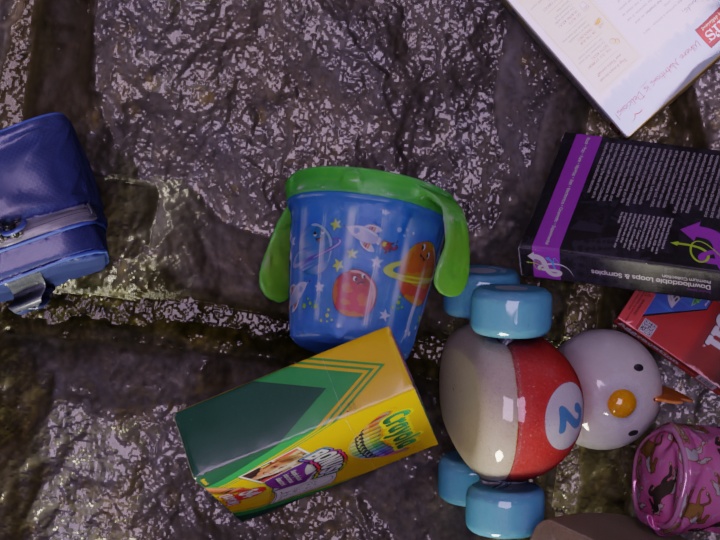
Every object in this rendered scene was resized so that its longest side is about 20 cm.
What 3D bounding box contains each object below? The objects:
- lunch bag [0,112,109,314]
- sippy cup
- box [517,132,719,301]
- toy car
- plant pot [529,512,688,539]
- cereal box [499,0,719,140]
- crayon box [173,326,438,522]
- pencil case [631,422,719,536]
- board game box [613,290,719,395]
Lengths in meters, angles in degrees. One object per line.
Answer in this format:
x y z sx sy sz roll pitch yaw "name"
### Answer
-0.264 -0.034 1.555 0.135 0.200 0.133 -19 90 -4 "lunch bag"
0.000 0.000 1.568 0.139 0.178 0.131 11 78 -10 "sippy cup"
0.236 -0.040 1.557 0.199 0.036 0.143 7 44 19 "box"
0.169 0.096 1.564 0.198 0.177 0.186 -1 98 -11 "toy car"
0.198 0.285 1.491 0.199 0.177 0.201 21 84 43 "plant pot"
0.202 -0.225 1.629 0.144 0.040 0.200 -40 88 0 "cereal box"
-0.036 0.122 1.540 0.172 0.200 0.059 -21 73 1 "crayon box"
0.304 0.167 1.556 0.199 0.083 0.087 8 55 -25 "pencil case"
0.296 -0.012 1.607 0.103 0.019 0.201 34 76 1 "board game box"
